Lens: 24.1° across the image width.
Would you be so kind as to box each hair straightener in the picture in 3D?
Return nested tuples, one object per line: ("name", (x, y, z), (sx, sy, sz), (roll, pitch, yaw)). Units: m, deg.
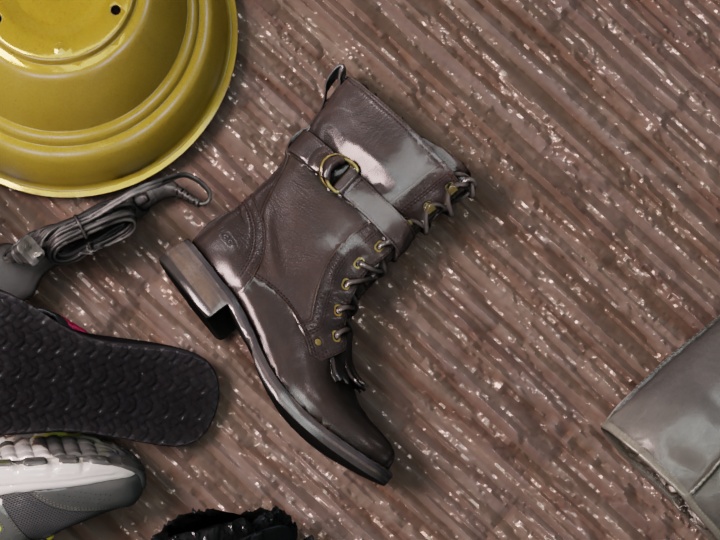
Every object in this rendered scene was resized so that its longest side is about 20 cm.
("hair straightener", (-0.173, -0.005, 0.945), (0.198, 0.077, 0.041), (-25, 97, -10))

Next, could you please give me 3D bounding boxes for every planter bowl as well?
("planter bowl", (-0.169, -0.150, 0.957), (0.198, 0.084, 0.203), (0, 78, -2))

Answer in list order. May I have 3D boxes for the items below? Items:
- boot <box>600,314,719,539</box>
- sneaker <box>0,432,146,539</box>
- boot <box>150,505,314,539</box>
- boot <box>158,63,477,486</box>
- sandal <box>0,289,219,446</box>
("boot", (0.265, 0.078, 0.974), (0.181, 0.073, 0.200), (38, 73, 15))
("sneaker", (-0.214, 0.143, 0.930), (0.197, 0.074, 0.086), (-9, 101, -6))
("boot", (-0.084, 0.214, 0.869), (0.073, 0.198, 0.165), (-4, 92, 28))
("boot", (0.000, 0.000, 0.963), (0.174, 0.069, 0.200), (-40, 85, -9))
("sandal", (-0.172, 0.056, 0.930), (0.198, 0.045, 0.076), (18, 89, -34))
